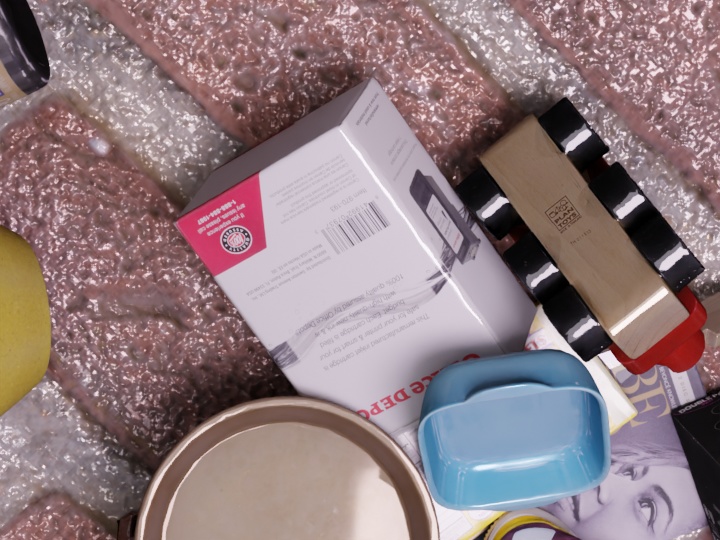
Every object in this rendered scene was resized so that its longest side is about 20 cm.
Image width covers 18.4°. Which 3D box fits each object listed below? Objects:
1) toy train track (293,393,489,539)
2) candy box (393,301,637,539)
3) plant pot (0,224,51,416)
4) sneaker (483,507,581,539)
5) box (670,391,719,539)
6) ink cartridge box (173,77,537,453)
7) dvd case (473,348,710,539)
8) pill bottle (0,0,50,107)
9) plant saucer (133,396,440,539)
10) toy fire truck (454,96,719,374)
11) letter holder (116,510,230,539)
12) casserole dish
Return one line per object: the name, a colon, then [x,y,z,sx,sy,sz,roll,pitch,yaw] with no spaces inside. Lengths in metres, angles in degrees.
toy train track: [0.011,0.167,1.543,0.115,0.033,0.200,-36,96,3]
candy box: [0.079,0.115,1.511,0.200,0.026,0.102,-36,93,0]
plant pot: [-0.283,0.033,1.430,0.142,0.200,0.201,-8,107,-28]
sneaker: [0.175,0.235,1.521,0.200,0.090,0.075,24,107,-23]
box: [0.334,0.131,1.480,0.200,0.149,0.125,-22,105,-3]
ink cartridge box: [0.000,0.000,1.451,0.145,0.083,0.200,-28,106,27]
dvd case: [0.152,0.135,1.548,0.199,0.016,0.149,-20,104,2]
pill bottle: [-0.308,-0.130,1.411,0.200,0.112,0.112,-23,104,4]
plant saucer: [-0.048,0.182,1.445,0.199,0.029,0.201,0,89,-3]
toy fire truck: [0.183,-0.008,1.461,0.129,0.176,0.200,-39,144,7]
letter holder: [-0.067,0.250,1.527,0.142,0.101,0.200,-21,104,1]
casserole dish: [0.098,0.101,1.422,0.121,0.200,0.039,-9,61,3]
